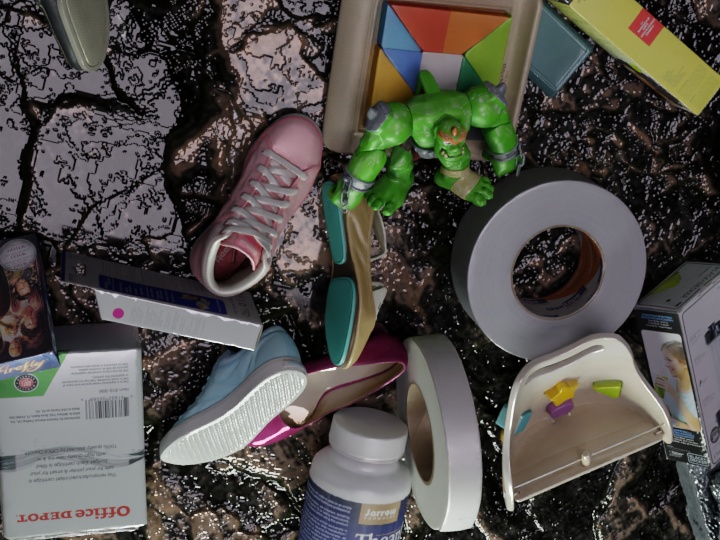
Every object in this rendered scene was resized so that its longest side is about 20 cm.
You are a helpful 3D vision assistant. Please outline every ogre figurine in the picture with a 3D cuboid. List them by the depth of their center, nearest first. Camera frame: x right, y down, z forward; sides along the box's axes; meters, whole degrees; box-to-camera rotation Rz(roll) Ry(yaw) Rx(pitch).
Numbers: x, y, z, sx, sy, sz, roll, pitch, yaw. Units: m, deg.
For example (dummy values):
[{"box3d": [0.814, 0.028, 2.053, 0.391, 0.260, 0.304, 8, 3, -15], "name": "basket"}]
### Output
[{"box3d": [0.068, -0.123, 1.201, 0.200, 0.098, 0.120, 1, 136, -1], "name": "ogre figurine"}]

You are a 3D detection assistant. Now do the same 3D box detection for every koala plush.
[{"box3d": [0.497, 0.273, 1.436, 0.200, 0.177, 0.184, -20, 123, -6], "name": "koala plush"}]

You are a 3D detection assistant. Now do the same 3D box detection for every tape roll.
[{"box3d": [0.078, 0.166, 1.275, 0.037, 0.203, 0.203, -6, 109, -12], "name": "tape roll"}, {"box3d": [0.200, -0.007, 1.319, 0.200, 0.066, 0.201, -4, 109, -12], "name": "tape roll"}]

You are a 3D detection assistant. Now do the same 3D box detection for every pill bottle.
[{"box3d": [-0.006, 0.255, 1.333, 0.111, 0.111, 0.200, 6, 107, -15], "name": "pill bottle"}]

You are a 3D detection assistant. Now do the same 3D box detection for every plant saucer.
[{"box3d": [0.151, -0.260, 1.250, 0.200, 0.019, 0.070, 38, 97, -22], "name": "plant saucer"}]

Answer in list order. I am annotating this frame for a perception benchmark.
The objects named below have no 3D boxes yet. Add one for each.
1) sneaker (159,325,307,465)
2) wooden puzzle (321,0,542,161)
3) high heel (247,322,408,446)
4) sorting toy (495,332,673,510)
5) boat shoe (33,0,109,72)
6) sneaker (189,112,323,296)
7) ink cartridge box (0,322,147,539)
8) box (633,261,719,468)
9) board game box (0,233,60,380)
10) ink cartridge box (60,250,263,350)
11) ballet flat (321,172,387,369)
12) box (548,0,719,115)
[{"box3d": [-0.136, 0.131, 1.293, 0.200, 0.082, 0.074, -36, 136, 22], "name": "sneaker"}, {"box3d": [0.072, -0.197, 1.229, 0.200, 0.037, 0.185, 3, 116, -13], "name": "wooden puzzle"}, {"box3d": [-0.038, 0.133, 1.293, 0.200, 0.096, 0.067, -32, 112, -2], "name": "high heel"}, {"box3d": [0.222, 0.139, 1.313, 0.200, 0.107, 0.180, -22, 141, -6], "name": "sorting toy"}, {"box3d": [-0.285, -0.276, 1.127, 0.067, 0.072, 0.200, -2, 121, 26], "name": "boat shoe"}, {"box3d": [-0.096, -0.058, 1.213, 0.075, 0.105, 0.200, 33, 97, -19], "name": "sneaker"}, {"box3d": [-0.293, 0.161, 1.249, 0.146, 0.083, 0.200, -2, 107, -13], "name": "ink cartridge box"}, {"box3d": [0.377, 0.103, 1.374, 0.117, 0.060, 0.200, -35, 117, -35], "name": "box"}, {"box3d": [-0.395, 0.049, 1.167, 0.200, 0.136, 0.035, -13, 151, -9], "name": "board game box"}, {"box3d": [-0.200, 0.029, 1.221, 0.200, 0.095, 0.037, 15, 105, -17], "name": "ink cartridge box"}, {"box3d": [0.000, 0.000, 1.260, 0.063, 0.069, 0.200, -4, 96, -27], "name": "ballet flat"}, {"box3d": [0.275, -0.239, 1.256, 0.200, 0.075, 0.050, 36, 97, -20], "name": "box"}]
